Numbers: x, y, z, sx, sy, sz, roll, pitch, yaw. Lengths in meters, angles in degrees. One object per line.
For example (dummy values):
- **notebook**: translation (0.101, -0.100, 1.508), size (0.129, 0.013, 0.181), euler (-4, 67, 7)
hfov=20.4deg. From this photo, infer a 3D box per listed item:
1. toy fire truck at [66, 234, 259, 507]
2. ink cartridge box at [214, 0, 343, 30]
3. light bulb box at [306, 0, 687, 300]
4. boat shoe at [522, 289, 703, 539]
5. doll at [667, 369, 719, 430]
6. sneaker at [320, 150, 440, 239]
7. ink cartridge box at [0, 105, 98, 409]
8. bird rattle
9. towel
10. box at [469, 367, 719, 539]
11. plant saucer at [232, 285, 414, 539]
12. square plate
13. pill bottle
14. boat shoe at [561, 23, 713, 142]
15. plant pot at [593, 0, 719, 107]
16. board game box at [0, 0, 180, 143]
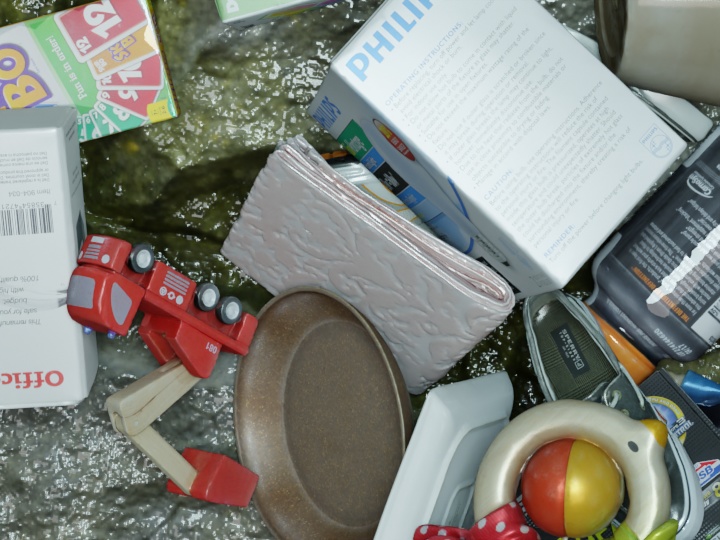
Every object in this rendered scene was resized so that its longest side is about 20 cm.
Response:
- **toy fire truck**: translation (-0.140, 0.075, 1.433), size (0.199, 0.049, 0.142), euler (32, 73, -41)
- **ink cartridge box**: translation (-0.055, -0.210, 1.407), size (0.198, 0.104, 0.060), euler (-15, 94, 3)
- **light bulb box**: translation (0.081, -0.095, 1.308), size (0.200, 0.198, 0.125), euler (43, 83, -1)
- **boat shoe**: translation (0.157, 0.098, 1.342), size (0.072, 0.071, 0.201), euler (-37, 61, 12)
- **doll**: translation (0.233, 0.143, 1.471), size (0.198, 0.048, 0.138), euler (-19, 87, -3)
- **sneaker**: translation (0.033, -0.044, 1.444), size (0.198, 0.076, 0.093), euler (-7, 101, 3)
- **ink cartridge box**: translation (-0.270, -0.009, 1.434), size (0.144, 0.084, 0.202), euler (-3, 105, 0)
- **bird rattle**: translation (0.129, 0.166, 1.290), size (0.198, 0.112, 0.165), euler (2, 76, 29)
- **towel**: translation (0.000, 0.000, 1.396), size (0.190, 0.200, 0.032), euler (36, 66, -1)
- **box**: translation (0.180, 0.187, 1.366), size (0.200, 0.160, 0.044), euler (-40, 137, 2)
- **plant saucer**: translation (-0.020, 0.111, 1.429), size (0.036, 0.200, 0.202), euler (-5, 99, -38)
- **square plate**: translation (0.053, 0.173, 1.406), size (0.028, 0.198, 0.202), euler (21, 97, 17)
- **pill bottle**: translation (0.236, -0.009, 1.424), size (0.106, 0.106, 0.200), euler (43, 96, -4)
- **boat shoe**: translation (0.154, -0.134, 1.433), size (0.199, 0.071, 0.064), euler (30, 96, 6)
- **plant pot**: translation (0.251, -0.190, 1.346), size (0.172, 0.200, 0.202), euler (-1, 97, -4)
- **board game box**: translation (-0.239, -0.134, 1.462), size (0.198, 0.030, 0.096), euler (-14, 97, 6)
